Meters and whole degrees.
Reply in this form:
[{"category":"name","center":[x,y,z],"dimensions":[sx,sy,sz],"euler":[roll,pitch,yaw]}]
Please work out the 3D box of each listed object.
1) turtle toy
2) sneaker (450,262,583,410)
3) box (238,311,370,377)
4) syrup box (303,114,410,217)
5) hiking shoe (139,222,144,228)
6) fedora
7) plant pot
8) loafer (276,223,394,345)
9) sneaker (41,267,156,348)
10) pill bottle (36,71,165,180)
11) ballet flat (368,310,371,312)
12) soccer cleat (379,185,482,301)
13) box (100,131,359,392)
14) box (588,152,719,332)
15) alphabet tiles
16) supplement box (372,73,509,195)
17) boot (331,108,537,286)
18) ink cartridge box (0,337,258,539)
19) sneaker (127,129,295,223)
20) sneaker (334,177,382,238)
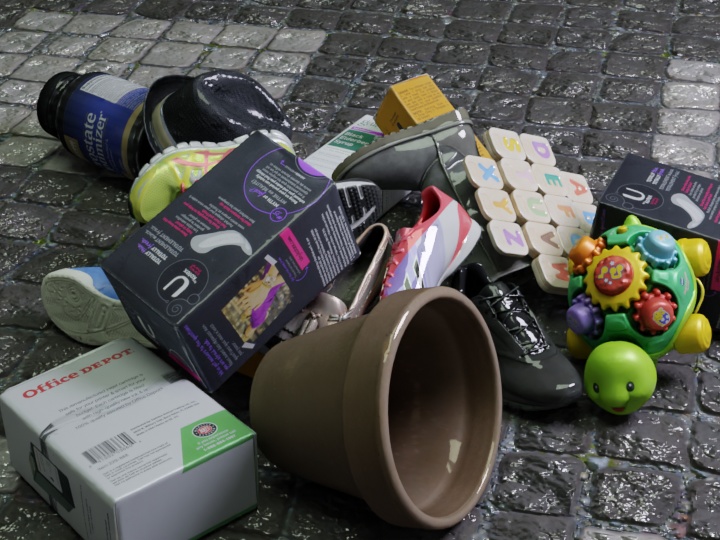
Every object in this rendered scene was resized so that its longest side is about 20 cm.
[{"category":"turtle toy","center":[0.254,0.040,1.388],"dimensions":[0.144,0.101,0.202],"euler":[-6,69,28]},{"category":"sneaker","center":[0.141,0.063,1.402],"dimensions":[0.075,0.092,0.200],"euler":[-18,36,-29]},{"category":"box","center":[-0.060,0.069,1.452],"dimensions":[0.198,0.042,0.119],"euler":[21,39,28]},{"category":"syrup box","center":[-0.013,-0.101,1.683],"dimensions":[0.078,0.082,0.200],"euler":[18,38,28]},{"category":"hiking shoe","center":[-0.158,-0.038,1.595],"dimensions":[0.086,0.075,0.199],"euler":[-28,40,-35]},{"category":"fedora","center":[-0.152,-0.168,1.697],"dimensions":[0.199,0.091,0.202],"euler":[23,49,-28]},{"category":"plant pot","center":[0.003,0.114,1.256],"dimensions":[0.173,0.202,0.200],"euler":[-1,27,35]},{"category":"loafer","center":[-0.027,0.030,1.399],"dimensions":[0.071,0.063,0.200],"euler":[18,47,24]},{"category":"sneaker","center":[-0.226,0.027,1.498],"dimensions":[0.198,0.078,0.111],"euler":[6,21,32]},{"category":"pill bottle","center":[-0.304,-0.181,1.800],"dimensions":[0.199,0.113,0.112],"euler":[22,38,34]},{"category":"ballet flat","center":[0.000,0.000,1.529],"dimensions":[0.067,0.071,0.200],"euler":[-23,37,-29]},{"category":"soccer cleat","center":[0.047,0.003,1.412],"dimensions":[0.068,0.073,0.201],"euler":[-23,25,50]},{"category":"box","center":[-0.117,-0.010,1.344],"dimensions":[0.200,0.107,0.122],"euler":[-42,52,-18]},{"category":"box","center":[0.341,-0.023,1.491],"dimensions":[0.198,0.107,0.122],"euler":[20,36,16]},{"category":"alphabet tiles","center":[0.195,-0.063,1.548],"dimensions":[0.194,0.015,0.202],"euler":[7,54,-41]},{"category":"supplement box","center":[0.099,-0.124,1.643],"dimensions":[0.068,0.067,0.201],"euler":[-26,71,-33]},{"category":"boot","center":[0.082,-0.055,1.554],"dimensions":[0.180,0.202,0.073],"euler":[-23,-12,4]},{"category":"ink cartridge box","center":[-0.203,0.156,1.274],"dimensions":[0.145,0.085,0.199],"euler":[-23,37,-32]},{"category":"sneaker","center":[-0.150,-0.091,1.550],"dimensions":[0.198,0.079,0.090],"euler":[-21,41,-17]},{"category":"sneaker","center":[-0.073,-0.056,1.498],"dimensions":[0.198,0.074,0.080],"euler":[-19,37,-16]}]
